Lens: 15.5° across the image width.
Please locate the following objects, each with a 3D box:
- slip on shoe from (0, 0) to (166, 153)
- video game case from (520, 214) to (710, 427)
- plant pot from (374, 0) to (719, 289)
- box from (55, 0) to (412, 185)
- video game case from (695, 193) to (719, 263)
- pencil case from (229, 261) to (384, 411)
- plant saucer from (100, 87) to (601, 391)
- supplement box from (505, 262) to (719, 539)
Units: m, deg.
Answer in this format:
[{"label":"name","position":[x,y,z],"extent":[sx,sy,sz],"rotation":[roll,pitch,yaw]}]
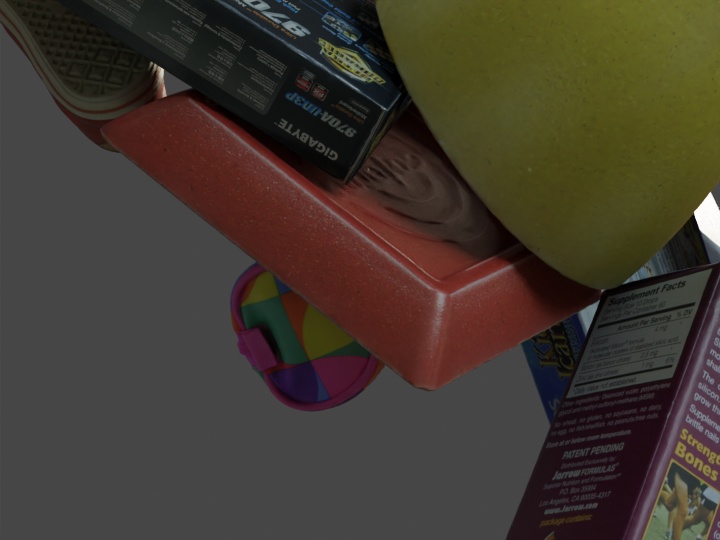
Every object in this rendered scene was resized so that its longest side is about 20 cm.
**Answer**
[{"label":"slip on shoe","position":[-0.147,-0.132,1.314],"extent":[0.200,0.074,0.061],"rotation":[58,-10,38]},{"label":"video game case","position":[0.137,-0.001,1.468],"extent":[0.181,0.045,0.201],"rotation":[-37,110,-56]},{"label":"plant pot","position":[0.122,-0.113,1.257],"extent":[0.200,0.142,0.201],"rotation":[42,27,-27]},{"label":"box","position":[-0.060,-0.135,1.259],"extent":[0.199,0.046,0.159],"rotation":[32,26,1]},{"label":"video game case","position":[0.161,-0.097,1.670],"extent":[0.200,0.023,0.182],"rotation":[35,28,-49]},{"label":"pencil case","position":[0.000,0.000,1.320],"extent":[0.088,0.088,0.200],"rotation":[46,24,-1]},{"label":"plant saucer","position":[0.007,-0.038,1.254],"extent":[0.200,0.037,0.199],"rotation":[39,28,16]},{"label":"supplement box","position":[0.155,0.117,1.253],"extent":[0.131,0.103,0.201],"rotation":[36,64,-24]}]
